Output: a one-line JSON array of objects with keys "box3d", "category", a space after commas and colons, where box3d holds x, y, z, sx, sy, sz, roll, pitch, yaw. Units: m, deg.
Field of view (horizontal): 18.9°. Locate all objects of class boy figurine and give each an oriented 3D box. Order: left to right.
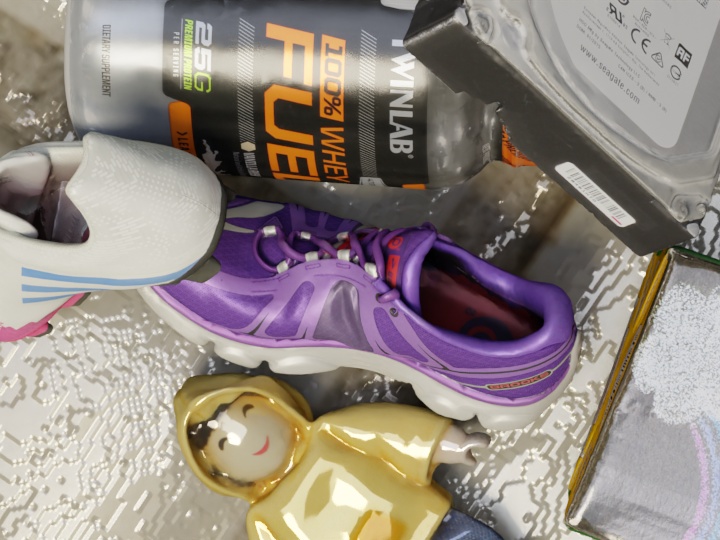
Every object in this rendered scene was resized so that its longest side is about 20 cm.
[{"box3d": [0.003, 0.108, 0.947, 0.200, 0.064, 0.124, 43, 98, 2], "category": "boy figurine"}]

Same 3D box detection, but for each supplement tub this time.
[{"box3d": [-0.016, -0.098, 0.914, 0.199, 0.123, 0.123, 4, 91, 7], "category": "supplement tub"}]

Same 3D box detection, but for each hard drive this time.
[{"box3d": [0.106, -0.125, 0.865, 0.140, 0.038, 0.200, 40, 53, -23], "category": "hard drive"}]

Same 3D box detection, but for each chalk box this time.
[{"box3d": [0.198, 0.080, 0.895, 0.200, 0.124, 0.125, 21, 92, 5], "category": "chalk box"}]

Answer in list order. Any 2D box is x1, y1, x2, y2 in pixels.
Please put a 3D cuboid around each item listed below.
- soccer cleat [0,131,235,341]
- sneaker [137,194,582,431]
[{"box3d": [-0.137, -0.020, 0.906, 0.086, 0.200, 0.070, 25, 64, -35], "category": "soccer cleat"}, {"box3d": [0.000, 0.000, 0.925, 0.199, 0.084, 0.081, 14, 60, 4], "category": "sneaker"}]
